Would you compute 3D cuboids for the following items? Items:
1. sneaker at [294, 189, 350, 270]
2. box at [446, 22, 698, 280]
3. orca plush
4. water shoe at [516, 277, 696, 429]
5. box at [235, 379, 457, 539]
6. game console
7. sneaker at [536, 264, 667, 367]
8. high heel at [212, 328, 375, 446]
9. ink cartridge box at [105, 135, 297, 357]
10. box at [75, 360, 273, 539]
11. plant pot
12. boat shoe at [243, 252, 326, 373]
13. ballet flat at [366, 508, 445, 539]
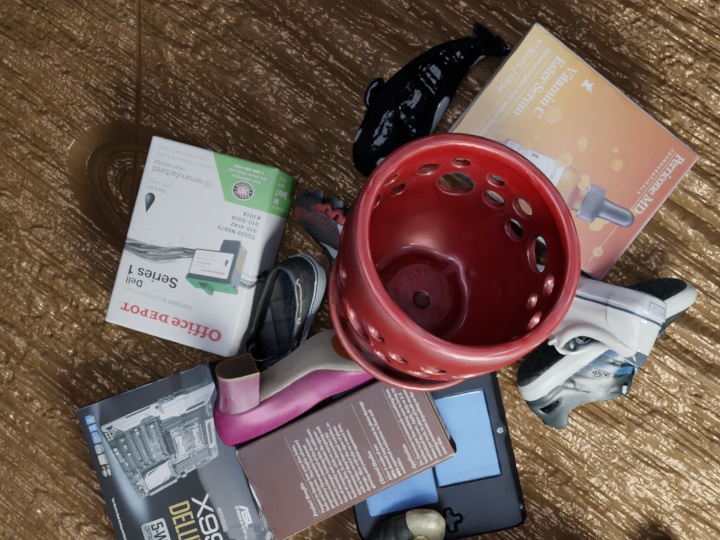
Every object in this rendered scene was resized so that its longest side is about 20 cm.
[{"bbox_3d":[0.000,0.000,1.018,0.200,0.071,0.098,38,92,6],"label":"sneaker"},{"bbox_3d":[0.193,-0.112,0.961,0.199,0.106,0.153,38,94,-1],"label":"box"},{"bbox_3d":[0.066,-0.176,1.013,0.199,0.071,0.106,-31,85,6],"label":"orca plush"},{"bbox_3d":[0.253,0.082,0.991,0.199,0.072,0.079,-32,108,9],"label":"water shoe"},{"bbox_3d":[-0.012,0.178,0.987,0.199,0.075,0.101,-26,86,4],"label":"box"},{"bbox_3d":[0.067,0.181,1.025,0.175,0.031,0.202,-12,87,8],"label":"game console"},{"bbox_3d":[0.193,0.041,0.945,0.199,0.073,0.071,14,81,50],"label":"sneaker"},{"bbox_3d":[-0.049,0.117,0.983,0.198,0.068,0.097,-6,127,-12],"label":"high heel"},{"bbox_3d":[-0.166,-0.022,1.037,0.145,0.084,0.202,15,90,9],"label":"ink cartridge box"},{"bbox_3d":[-0.195,0.216,1.054,0.156,0.050,0.202,-19,86,7],"label":"box"},{"bbox_3d":[0.072,0.003,0.883,0.198,0.183,0.202,4,72,-11],"label":"plant pot"},{"bbox_3d":[-0.090,0.080,1.013,0.070,0.066,0.202,28,109,24],"label":"boat shoe"},{"bbox_3d":[0.015,0.310,0.995,0.066,0.057,0.200,38,112,-14],"label":"ballet flat"}]
